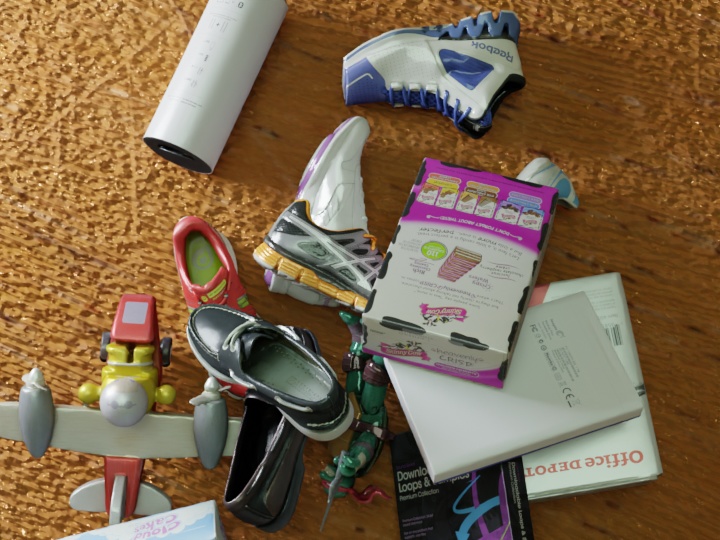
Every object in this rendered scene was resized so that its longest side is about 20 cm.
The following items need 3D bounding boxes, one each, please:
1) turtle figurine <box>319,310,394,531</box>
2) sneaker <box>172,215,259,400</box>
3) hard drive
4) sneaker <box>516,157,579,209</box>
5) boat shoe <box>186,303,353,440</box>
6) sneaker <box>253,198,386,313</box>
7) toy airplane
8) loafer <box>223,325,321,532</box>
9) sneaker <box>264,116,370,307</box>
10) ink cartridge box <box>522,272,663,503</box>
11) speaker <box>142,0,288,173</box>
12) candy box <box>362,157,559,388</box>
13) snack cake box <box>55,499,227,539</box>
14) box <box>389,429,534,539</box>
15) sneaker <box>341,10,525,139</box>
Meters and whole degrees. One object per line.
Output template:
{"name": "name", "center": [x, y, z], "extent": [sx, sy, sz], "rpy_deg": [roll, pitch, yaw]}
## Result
{"name": "turtle figurine", "center": [-0.016, 0.145, 1.321], "extent": [0.149, 0.100, 0.201], "rpy_deg": [15, 86, 49]}
{"name": "sneaker", "center": [-0.142, 0.037, 1.357], "extent": [0.077, 0.085, 0.201], "rpy_deg": [-26, 75, -3]}
{"name": "hard drive", "center": [0.136, 0.103, 1.242], "extent": [0.199, 0.025, 0.132], "rpy_deg": [-16, 57, -10]}
{"name": "sneaker", "center": [0.137, -0.027, 1.372], "extent": [0.200, 0.072, 0.073], "rpy_deg": [-43, 85, -5]}
{"name": "boat shoe", "center": [-0.087, 0.078, 1.252], "extent": [0.200, 0.060, 0.076], "rpy_deg": [28, 65, 28]}
{"name": "sneaker", "center": [0.000, 0.000, 1.319], "extent": [0.199, 0.078, 0.078], "rpy_deg": [26, 84, -9]}
{"name": "toy airplane", "center": [-0.225, 0.144, 1.303], "extent": [0.200, 0.141, 0.199], "rpy_deg": [-39, 84, -12]}
{"name": "loafer", "center": [-0.083, 0.139, 1.275], "extent": [0.072, 0.063, 0.201], "rpy_deg": [-16, 56, 42]}
{"name": "sneaker", "center": [-0.023, -0.057, 1.394], "extent": [0.099, 0.075, 0.201], "rpy_deg": [23, 82, -6]}
{"name": "ink cartridge box", "center": [0.195, 0.117, 1.323], "extent": [0.146, 0.083, 0.201], "rpy_deg": [-9, 75, 1]}
{"name": "speaker", "center": [-0.150, -0.204, 1.423], "extent": [0.081, 0.081, 0.201], "rpy_deg": [21, 77, 8]}
{"name": "candy box", "center": [0.094, -0.001, 1.265], "extent": [0.136, 0.061, 0.200], "rpy_deg": [15, 53, 12]}
{"name": "snack cake box", "center": [-0.216, 0.298, 1.273], "extent": [0.199, 0.067, 0.115], "rpy_deg": [-14, 114, -1]}
{"name": "box", "center": [0.095, 0.239, 1.277], "extent": [0.143, 0.036, 0.201], "rpy_deg": [-22, 68, 43]}
{"name": "sneaker", "center": [0.084, -0.189, 1.409], "extent": [0.198, 0.081, 0.116], "rpy_deg": [-15, 73, -3]}
